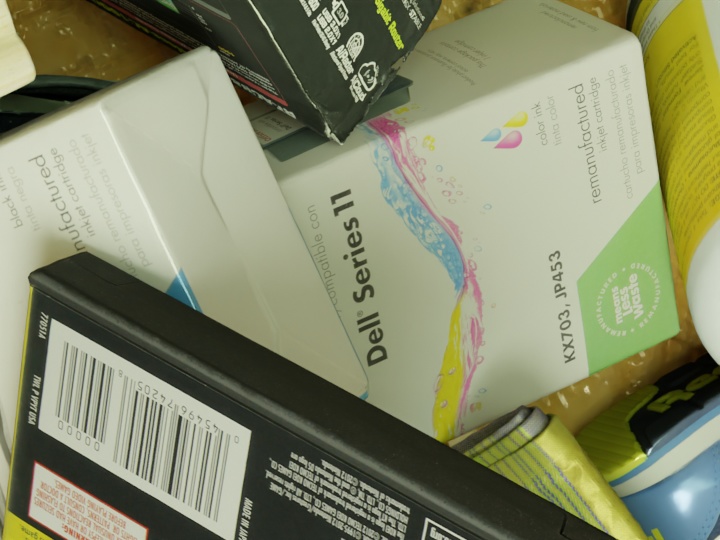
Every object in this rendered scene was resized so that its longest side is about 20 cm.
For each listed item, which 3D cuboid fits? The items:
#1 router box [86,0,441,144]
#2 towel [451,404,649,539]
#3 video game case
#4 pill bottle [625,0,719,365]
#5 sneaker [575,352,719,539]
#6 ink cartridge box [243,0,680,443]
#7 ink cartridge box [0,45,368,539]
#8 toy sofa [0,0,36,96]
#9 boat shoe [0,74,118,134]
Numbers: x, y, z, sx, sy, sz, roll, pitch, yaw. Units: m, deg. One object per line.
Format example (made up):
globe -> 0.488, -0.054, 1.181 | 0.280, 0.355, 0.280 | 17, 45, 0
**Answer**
router box -> -0.083, -0.136, 0.739 | 0.200, 0.150, 0.062 | 31, 77, 27
towel -> 0.070, 0.145, 0.825 | 0.200, 0.143, 0.023 | 51, 38, -5
video game case -> -0.019, 0.115, 0.655 | 0.025, 0.200, 0.181 | -24, 133, -49
pill bottle -> 0.157, -0.027, 0.814 | 0.111, 0.112, 0.201 | 6, 48, -14
sneaker -> 0.172, 0.056, 0.882 | 0.199, 0.074, 0.083 | -26, 98, -10
ink cartridge box -> 0.000, 0.000, 0.804 | 0.199, 0.067, 0.118 | -24, 120, -20
ink cartridge box -> -0.111, 0.024, 0.743 | 0.067, 0.199, 0.116 | -38, 105, -57
toy sofa -> -0.178, -0.083, 0.735 | 0.083, 0.200, 0.098 | -29, 126, -23
boat shoe -> -0.074, -0.028, 0.825 | 0.199, 0.062, 0.073 | 9, 81, -15
